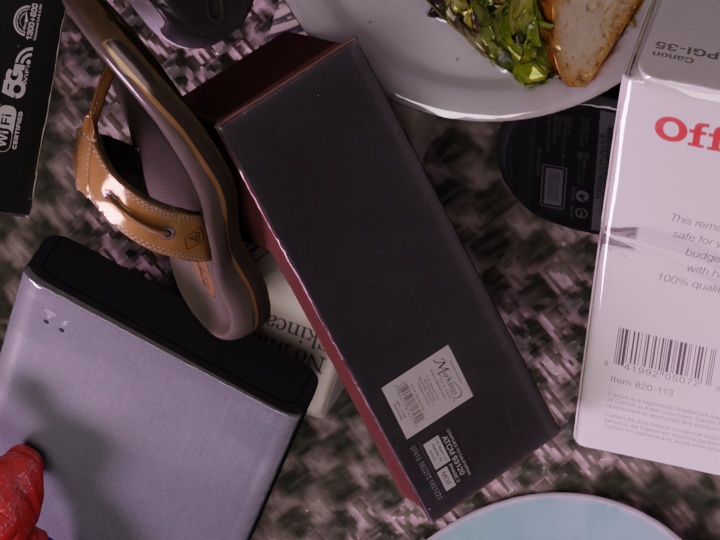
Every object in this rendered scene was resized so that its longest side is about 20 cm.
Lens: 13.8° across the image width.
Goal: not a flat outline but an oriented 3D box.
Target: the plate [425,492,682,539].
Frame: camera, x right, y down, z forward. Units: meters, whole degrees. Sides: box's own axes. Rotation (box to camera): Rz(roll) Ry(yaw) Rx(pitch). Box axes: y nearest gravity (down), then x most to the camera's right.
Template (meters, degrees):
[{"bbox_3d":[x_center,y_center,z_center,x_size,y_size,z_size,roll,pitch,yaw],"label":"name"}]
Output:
[{"bbox_3d":[0.084,0.200,1.382,0.199,0.201,0.026,-14,149,18],"label":"plate"}]

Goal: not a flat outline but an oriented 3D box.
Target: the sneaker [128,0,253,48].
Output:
[{"bbox_3d":[-0.116,-0.168,1.315,0.115,0.075,0.201,-44,64,50],"label":"sneaker"}]

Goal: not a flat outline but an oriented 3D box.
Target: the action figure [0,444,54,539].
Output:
[{"bbox_3d":[-0.176,0.148,1.428,0.098,0.065,0.201,-2,132,22],"label":"action figure"}]

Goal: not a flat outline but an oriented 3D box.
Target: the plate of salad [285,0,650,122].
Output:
[{"bbox_3d":[0.055,-0.164,1.270,0.199,0.048,0.201,0,82,2],"label":"plate of salad"}]

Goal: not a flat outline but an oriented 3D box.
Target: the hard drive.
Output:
[{"bbox_3d":[-0.107,0.081,1.393,0.139,0.033,0.200,27,142,3],"label":"hard drive"}]

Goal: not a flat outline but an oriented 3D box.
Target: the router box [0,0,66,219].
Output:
[{"bbox_3d":[-0.193,-0.116,1.280,0.062,0.200,0.151,8,97,-32],"label":"router box"}]

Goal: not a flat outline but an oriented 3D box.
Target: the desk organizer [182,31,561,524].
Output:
[{"bbox_3d":[0.000,0.000,1.277,0.072,0.077,0.201,-33,110,-15],"label":"desk organizer"}]

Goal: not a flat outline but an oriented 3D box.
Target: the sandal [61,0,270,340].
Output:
[{"bbox_3d":[-0.090,-0.035,1.244,0.054,0.082,0.200,-32,143,-13],"label":"sandal"}]

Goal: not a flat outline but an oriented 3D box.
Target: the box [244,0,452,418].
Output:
[{"bbox_3d":[-0.017,-0.042,1.356,0.082,0.068,0.201,19,112,5],"label":"box"}]

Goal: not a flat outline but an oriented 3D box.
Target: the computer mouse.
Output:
[{"bbox_3d":[0.163,-0.024,1.337,0.199,0.046,0.141,5,127,15],"label":"computer mouse"}]

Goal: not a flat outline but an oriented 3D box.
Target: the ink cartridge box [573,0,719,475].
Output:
[{"bbox_3d":[0.177,-0.009,1.259,0.146,0.083,0.201,12,129,10],"label":"ink cartridge box"}]
